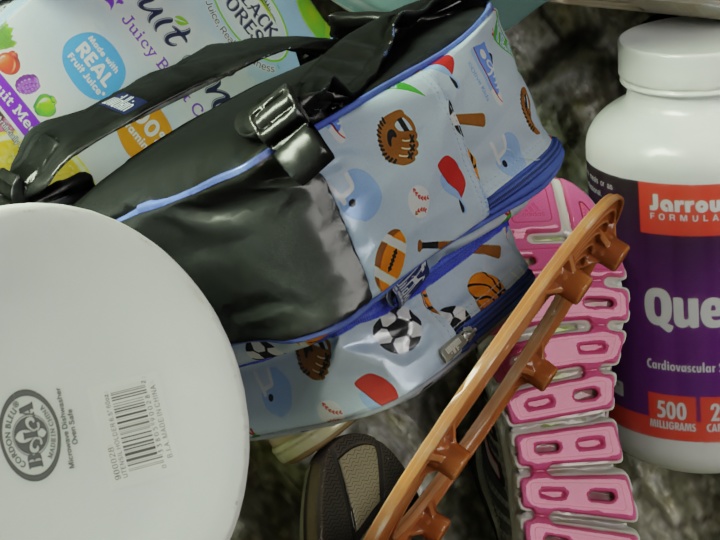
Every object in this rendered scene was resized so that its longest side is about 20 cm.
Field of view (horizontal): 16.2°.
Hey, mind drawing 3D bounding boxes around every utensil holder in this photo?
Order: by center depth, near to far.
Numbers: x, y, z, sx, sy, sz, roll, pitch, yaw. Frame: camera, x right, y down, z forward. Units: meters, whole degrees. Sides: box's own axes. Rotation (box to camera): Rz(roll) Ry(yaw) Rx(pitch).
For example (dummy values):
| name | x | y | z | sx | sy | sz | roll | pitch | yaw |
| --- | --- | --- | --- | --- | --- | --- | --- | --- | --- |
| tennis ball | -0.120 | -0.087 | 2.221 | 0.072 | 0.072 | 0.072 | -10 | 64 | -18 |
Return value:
| name | x | y | z | sx | sy | sz | roll | pitch | yaw |
| --- | --- | --- | --- | --- | --- | --- | --- | --- | --- |
| utensil holder | -0.158 | 0.068 | 0.932 | 0.169 | 0.200 | 0.171 | 7 | 78 | -32 |

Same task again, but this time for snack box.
| name | x | y | z | sx | sy | sz | roll | pitch | yaw |
| --- | --- | --- | --- | --- | --- | --- | --- | --- | --- |
| snack box | -0.101 | -0.065 | 1.084 | 0.200 | 0.053 | 0.142 | -47 | 109 | -31 |

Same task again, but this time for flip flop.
| name | x | y | z | sx | sy | sz | roll | pitch | yaw |
| --- | --- | --- | --- | --- | --- | --- | --- | --- | --- |
| flip flop | -0.007 | 0.172 | 1.107 | 0.081 | 0.057 | 0.201 | -20 | 109 | -51 |

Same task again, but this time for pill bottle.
| name | x | y | z | sx | sy | sz | roll | pitch | yaw |
| --- | --- | --- | --- | --- | --- | --- | --- | --- | --- |
| pill bottle | 0.164 | -0.014 | 1.188 | 0.112 | 0.112 | 0.201 | -20 | 113 | -35 |

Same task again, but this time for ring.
| name | x | y | z | sx | sy | sz | roll | pitch | yaw |
| --- | --- | --- | --- | --- | --- | --- | --- | --- | --- |
| ring | 0.054 | 0.056 | 1.020 | 0.019 | 0.201 | 0.201 | 34 | 60 | 9 |

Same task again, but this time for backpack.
| name | x | y | z | sx | sy | sz | roll | pitch | yaw |
| --- | --- | --- | --- | --- | --- | --- | --- | --- | --- |
| backpack | -0.011 | -0.026 | 1.002 | 0.190 | 0.199 | 0.155 | -43 | 113 | -38 |

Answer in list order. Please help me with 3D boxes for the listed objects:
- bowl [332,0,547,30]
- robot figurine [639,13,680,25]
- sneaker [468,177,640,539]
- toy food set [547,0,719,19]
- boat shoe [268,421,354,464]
| name | x | y | z | sx | sy | sz | roll | pitch | yaw |
| --- | --- | --- | --- | --- | --- | --- | --- | --- | --- |
| bowl | 0.026 | -0.179 | 1.134 | 0.200 | 0.105 | 0.201 | 25 | 30 | -16 |
| robot figurine | 0.231 | -0.118 | 1.283 | 0.199 | 0.125 | 0.151 | 15 | 103 | -31 |
| sneaker | 0.083 | 0.059 | 1.170 | 0.073 | 0.087 | 0.201 | -5 | 85 | -14 |
| toy food set | 0.138 | -0.212 | 1.216 | 0.060 | 0.143 | 0.201 | 54 | 51 | -54 |
| boat shoe | 0.000 | 0.000 | 1.135 | 0.065 | 0.072 | 0.200 | 42 | 55 | -15 |
